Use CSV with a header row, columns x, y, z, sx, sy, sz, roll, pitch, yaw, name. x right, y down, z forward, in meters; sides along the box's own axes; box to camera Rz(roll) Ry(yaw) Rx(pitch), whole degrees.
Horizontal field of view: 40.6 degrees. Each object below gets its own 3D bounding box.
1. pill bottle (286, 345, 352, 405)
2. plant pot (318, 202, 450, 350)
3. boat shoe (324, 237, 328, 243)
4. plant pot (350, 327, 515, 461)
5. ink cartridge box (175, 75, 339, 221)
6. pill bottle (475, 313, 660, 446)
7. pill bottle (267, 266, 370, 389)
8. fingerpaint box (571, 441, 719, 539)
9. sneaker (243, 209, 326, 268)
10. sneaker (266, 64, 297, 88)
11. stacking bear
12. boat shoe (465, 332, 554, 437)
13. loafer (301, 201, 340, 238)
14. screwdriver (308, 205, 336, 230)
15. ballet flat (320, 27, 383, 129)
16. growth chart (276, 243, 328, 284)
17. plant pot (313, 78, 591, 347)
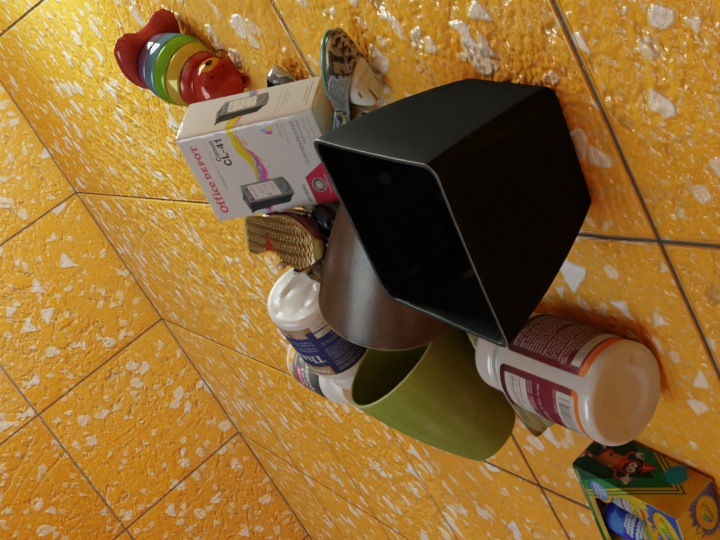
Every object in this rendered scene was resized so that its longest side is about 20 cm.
x,y,z,sx,sy,sz,roll,pitch,yaw,name
-0.045,0.178,1.787,0.199,0.116,0.117,16,140,58,pill bottle
0.039,-0.040,1.196,0.186,0.186,0.202,36,141,35,plant pot
-0.011,-0.004,1.491,0.201,0.063,0.071,53,-164,-17,boat shoe
0.119,0.175,1.378,0.200,0.188,0.187,40,163,-17,plant pot
-0.121,-0.157,1.288,0.197,0.086,0.149,-10,130,18,ink cartridge box
0.227,0.113,1.097,0.199,0.114,0.115,19,143,56,pill bottle
-0.048,0.090,1.442,0.111,0.111,0.201,31,162,43,pill bottle
0.366,0.316,1.193,0.166,0.073,0.202,22,145,54,fingerpaint box
-0.085,-0.053,1.344,0.199,0.089,0.076,19,118,55,sneaker
-0.107,-0.197,1.353,0.078,0.077,0.201,42,156,29,sneaker
-0.257,-0.299,1.471,0.199,0.121,0.115,28,149,32,stacking bear
0.195,0.118,1.270,0.201,0.062,0.073,56,-174,-3,boat shoe
-0.049,-0.093,1.413,0.199,0.067,0.077,24,147,51,loafer
-0.066,-0.087,1.329,0.029,0.028,0.200,39,180,-26,screwdriver
-0.004,-0.204,1.156,0.072,0.072,0.201,41,157,26,ballet flat
0.000,0.000,1.350,0.199,0.144,0.018,23,127,39,growth chart
0.105,-0.080,0.946,0.199,0.177,0.202,21,145,53,plant pot
